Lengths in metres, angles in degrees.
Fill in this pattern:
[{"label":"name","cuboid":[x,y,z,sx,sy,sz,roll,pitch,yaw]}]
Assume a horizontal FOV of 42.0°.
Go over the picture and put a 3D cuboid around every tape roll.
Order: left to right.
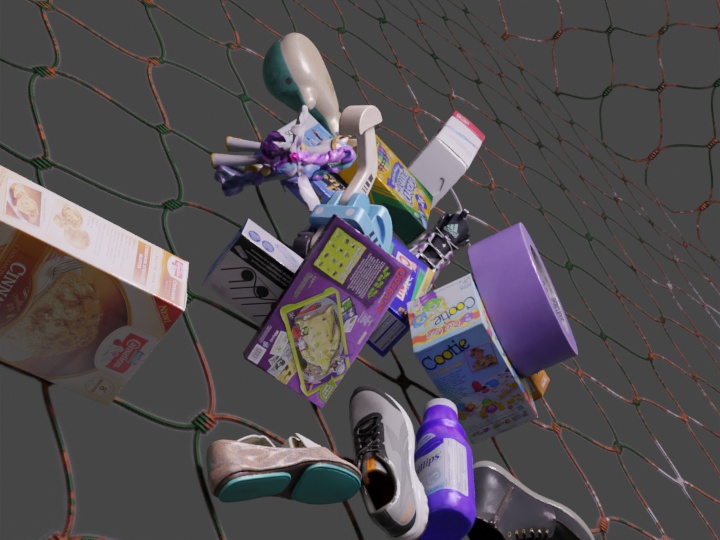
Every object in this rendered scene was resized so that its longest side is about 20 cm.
[{"label":"tape roll","cuboid":[0.229,0.042,1.322,0.202,0.084,0.201,58,17,-28]}]

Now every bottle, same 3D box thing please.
[{"label":"bottle","cuboid":[0.100,0.242,1.160,0.065,0.084,0.202,33,31,-17]}]

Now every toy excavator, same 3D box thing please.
[{"label":"toy excavator","cuboid":[-0.007,-0.083,1.220,0.202,0.098,0.196,-63,141,-33]}]

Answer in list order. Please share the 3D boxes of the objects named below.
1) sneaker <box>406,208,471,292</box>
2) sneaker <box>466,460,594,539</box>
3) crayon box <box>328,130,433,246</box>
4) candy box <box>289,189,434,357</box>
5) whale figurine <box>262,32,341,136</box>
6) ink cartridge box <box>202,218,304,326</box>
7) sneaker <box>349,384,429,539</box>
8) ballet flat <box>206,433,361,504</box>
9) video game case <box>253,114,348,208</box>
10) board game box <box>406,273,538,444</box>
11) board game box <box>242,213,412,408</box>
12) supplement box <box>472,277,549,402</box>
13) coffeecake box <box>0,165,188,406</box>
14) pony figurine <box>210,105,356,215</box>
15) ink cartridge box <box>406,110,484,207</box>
[{"label":"sneaker","cuboid":[0.128,-0.044,1.526,0.078,0.140,0.200,41,27,-3]},{"label":"sneaker","cuboid":[0.211,0.341,1.200,0.198,0.075,0.107,32,33,-3]},{"label":"crayon box","cuboid":[0.034,-0.151,1.548,0.200,0.051,0.126,44,28,-14]},{"label":"candy box","cuboid":[0.000,0.000,1.363,0.199,0.077,0.170,41,30,-7]},{"label":"whale figurine","cuboid":[-0.102,-0.316,1.666,0.202,0.102,0.160,58,18,-29]},{"label":"ink cartridge box","cuboid":[-0.090,0.034,1.178,0.199,0.094,0.044,36,29,-14]},{"label":"sneaker","cuboid":[0.024,0.214,1.091,0.079,0.073,0.202,42,22,-44]},{"label":"ballet flat","cuboid":[-0.080,0.204,0.994,0.198,0.068,0.068,17,30,-44]},{"label":"video game case","cuboid":[-0.058,-0.158,1.537,0.200,0.045,0.181,44,29,-2]},{"label":"board game box","cuboid":[0.154,0.124,1.293,0.201,0.103,0.104,57,17,-34]},{"label":"board game box","cuboid":[-0.039,0.050,1.125,0.119,0.202,0.032,34,1,-13]},{"label":"supplement box","cuboid":[0.212,0.109,1.438,0.202,0.068,0.067,60,28,-7]},{"label":"coffeecake box","cuboid":[-0.283,0.020,0.873,0.198,0.154,0.074,28,31,-26]},{"label":"pony figurine","cuboid":[-0.103,-0.152,1.310,0.194,0.195,0.170,-76,161,-69]},{"label":"ink cartridge box","cuboid":[0.147,-0.199,1.757,0.085,0.148,0.200,41,27,-2]}]
